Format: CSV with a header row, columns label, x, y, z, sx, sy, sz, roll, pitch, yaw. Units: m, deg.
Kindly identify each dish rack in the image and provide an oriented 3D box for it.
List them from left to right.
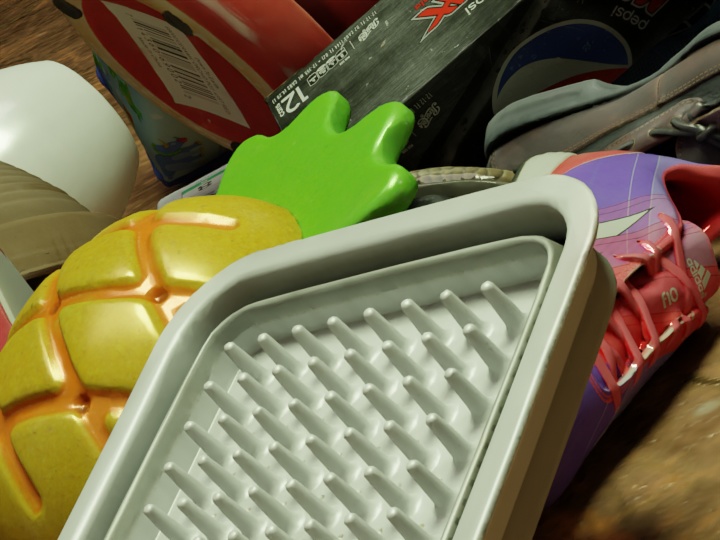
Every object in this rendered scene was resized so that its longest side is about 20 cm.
label,x,y,z,sx,sy,sz,roll,pitch,yaw
dish rack,-0.015,0.072,0.602,0.171,0.044,0.200,-15,41,44

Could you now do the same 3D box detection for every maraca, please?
label,x,y,z,sx,sy,sz,roll,pitch,yaw
maraca,-0.052,0.023,0.761,0.200,0.107,0.137,-55,32,-10

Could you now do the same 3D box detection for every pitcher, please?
label,x,y,z,sx,sy,sz,roll,pitch,yaw
pitcher,-0.227,-0.018,1.296,0.200,0.121,0.172,-45,4,-19

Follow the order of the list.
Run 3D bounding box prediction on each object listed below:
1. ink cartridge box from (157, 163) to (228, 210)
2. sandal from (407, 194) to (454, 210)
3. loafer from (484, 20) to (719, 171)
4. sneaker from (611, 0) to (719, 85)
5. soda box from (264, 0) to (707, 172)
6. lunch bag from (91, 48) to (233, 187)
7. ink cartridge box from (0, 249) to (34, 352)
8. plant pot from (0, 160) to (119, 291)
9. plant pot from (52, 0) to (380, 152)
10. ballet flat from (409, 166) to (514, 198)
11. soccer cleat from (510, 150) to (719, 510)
label,x,y,z,sx,sy,sz,roll,pitch,yaw
ink cartridge box,-0.015,-0.032,1.063,0.161,0.050,0.200,-28,12,1
sandal,-0.006,0.023,0.824,0.045,0.075,0.200,10,-16,-31
loafer,0.123,-0.042,0.838,0.200,0.072,0.063,-16,53,46
sneaker,0.119,-0.105,0.982,0.078,0.089,0.200,-33,16,-17
soda box,0.061,-0.098,0.928,0.200,0.063,0.071,-41,39,10
lunch bag,-0.061,-0.168,1.349,0.200,0.128,0.170,-27,-21,-10
ink cartridge box,-0.209,0.068,0.867,0.200,0.083,0.147,-28,-21,-3
plant pot,-0.202,0.007,1.020,0.201,0.093,0.201,-27,-12,-6
plant pot,-0.027,-0.157,1.036,0.183,0.200,0.200,-57,23,-17
ballet flat,0.000,0.000,0.893,0.200,0.067,0.046,-24,18,40
soccer cleat,0.075,0.011,0.719,0.073,0.068,0.200,-7,22,17
